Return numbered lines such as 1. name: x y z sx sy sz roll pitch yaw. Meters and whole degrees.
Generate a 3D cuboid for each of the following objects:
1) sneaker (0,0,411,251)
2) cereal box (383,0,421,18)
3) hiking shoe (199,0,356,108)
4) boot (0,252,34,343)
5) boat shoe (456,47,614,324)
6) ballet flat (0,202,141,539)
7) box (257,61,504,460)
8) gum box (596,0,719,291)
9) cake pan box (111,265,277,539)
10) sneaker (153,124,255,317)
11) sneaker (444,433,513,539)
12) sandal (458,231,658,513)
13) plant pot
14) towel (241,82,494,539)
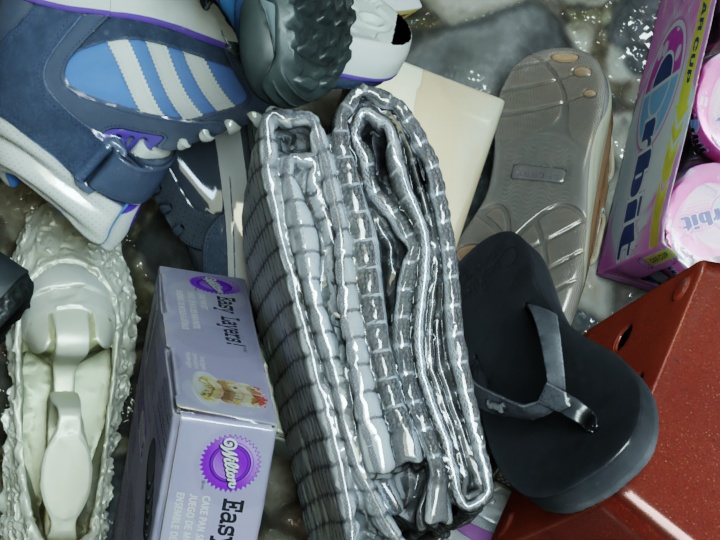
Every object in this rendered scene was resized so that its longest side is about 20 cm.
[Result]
1. sneaker: -0.084 -0.074 1.074 0.198 0.081 0.148 12 119 1
2. cereal box: -0.051 -0.212 1.158 0.039 0.144 0.201 -27 87 28
3. hiking shoe: -0.059 -0.140 0.995 0.086 0.074 0.201 -25 50 15
4. boot: -0.226 -0.040 1.114 0.168 0.076 0.201 35 94 4
5. boat shoe: 0.095 -0.014 1.179 0.075 0.072 0.202 12 73 22
6. ballet flat: -0.145 0.061 1.137 0.071 0.072 0.202 2 81 -9
7. box: 0.000 0.000 1.156 0.077 0.095 0.202 20 81 -5
8. gum box: 0.188 -0.081 1.188 0.066 0.113 0.202 15 80 -7
9. cake pan box: -0.084 0.114 1.049 0.052 0.200 0.186 10 106 -11
10. sneaker: -0.125 -0.060 1.155 0.145 0.077 0.204 -8 92 -2
11. sneaker: 0.044 0.129 1.159 0.198 0.078 0.141 6 79 -18
12. sandal: 0.074 0.044 1.047 0.076 0.200 0.043 -46 122 8
13. plant pot: 0.181 0.111 1.088 0.175 0.200 0.201 32 63 -9
14. towel: 0.006 0.032 1.020 0.085 0.166 0.202 -13 82 -8
